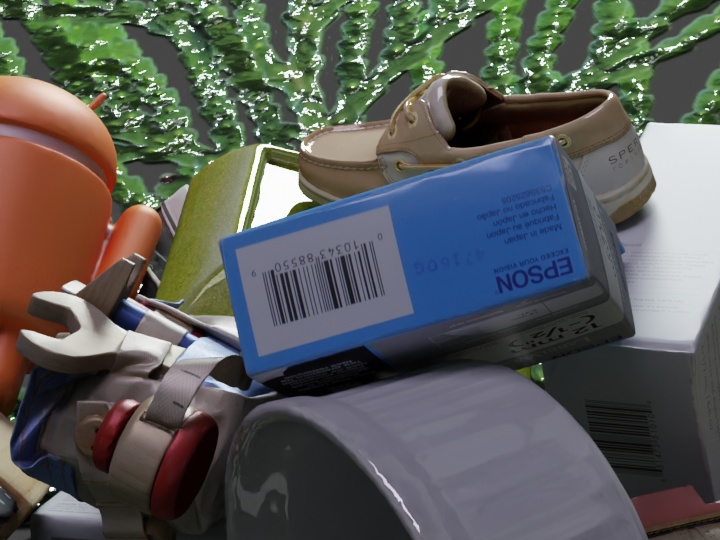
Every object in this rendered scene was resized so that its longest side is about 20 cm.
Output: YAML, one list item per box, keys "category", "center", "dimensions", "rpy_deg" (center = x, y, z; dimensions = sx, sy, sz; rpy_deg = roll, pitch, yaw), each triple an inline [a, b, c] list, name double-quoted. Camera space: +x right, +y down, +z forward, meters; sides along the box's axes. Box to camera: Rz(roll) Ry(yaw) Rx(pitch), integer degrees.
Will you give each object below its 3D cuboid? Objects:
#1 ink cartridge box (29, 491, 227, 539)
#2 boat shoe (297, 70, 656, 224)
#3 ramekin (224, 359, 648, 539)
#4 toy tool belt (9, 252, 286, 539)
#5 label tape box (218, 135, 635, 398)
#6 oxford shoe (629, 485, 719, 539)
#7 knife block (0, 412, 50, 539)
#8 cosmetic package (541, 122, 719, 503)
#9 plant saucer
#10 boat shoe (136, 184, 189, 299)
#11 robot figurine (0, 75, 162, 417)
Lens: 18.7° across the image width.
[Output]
- category: "ink cartridge box"
  center: [-0.047, 0.109, 1.097]
  dimensions: [0.162, 0.057, 0.200]
  rpy_deg: [0, 13, 21]
- category: "boat shoe"
  center: [0.052, -0.067, 1.103]
  dimensions: [0.200, 0.069, 0.074]
  rpy_deg: [3, 34, 31]
- category: "ramekin"
  center: [0.035, 0.132, 0.873]
  dimensions: [0.098, 0.201, 0.200]
  rpy_deg: [-19, 31, -27]
- category: "toy tool belt"
  center: [-0.105, 0.058, 0.952]
  dimensions: [0.123, 0.125, 0.200]
  rpy_deg: [22, 5, 10]
- category: "label tape box"
  center: [0.040, 0.015, 0.942]
  dimensions: [0.143, 0.200, 0.066]
  rpy_deg: [-17, 73, 11]
- category: "oxford shoe"
  center: [0.188, 0.130, 0.960]
  dimensions: [0.200, 0.070, 0.075]
  rpy_deg: [-12, 61, -7]
- category: "knife block"
  center: [-0.186, 0.103, 1.025]
  dimensions: [0.176, 0.064, 0.200]
  rpy_deg: [-44, 4, 44]
- category: "cosmetic package"
  center: [0.159, 0.022, 1.082]
  dimensions: [0.081, 0.113, 0.200]
  rpy_deg: [3, 37, 25]
- category: "plant saucer"
  center: [0.000, 0.000, 1.145]
  dimensions: [0.200, 0.048, 0.200]
  rpy_deg: [15, 30, -4]
- category: "boat shoe"
  center: [-0.088, 0.023, 1.215]
  dimensions: [0.064, 0.071, 0.200]
  rpy_deg: [-37, 29, 4]
- category: "robot figurine"
  center: [-0.197, -0.021, 1.204]
  dimensions: [0.144, 0.117, 0.200]
  rpy_deg: [-4, 63, 29]
